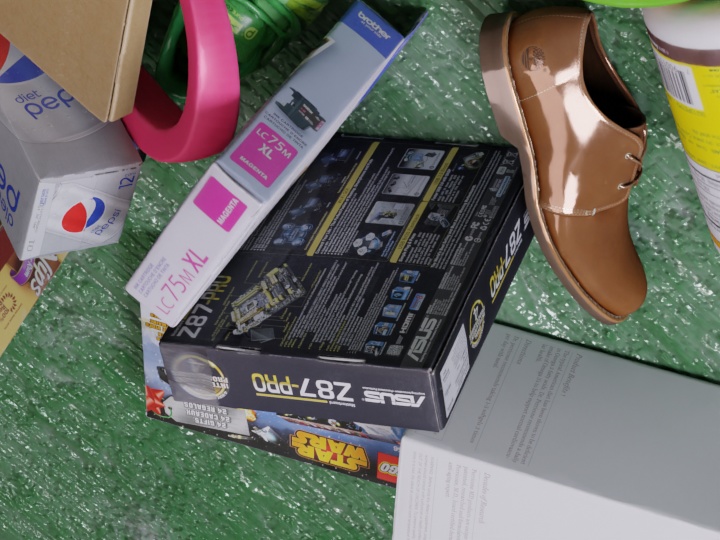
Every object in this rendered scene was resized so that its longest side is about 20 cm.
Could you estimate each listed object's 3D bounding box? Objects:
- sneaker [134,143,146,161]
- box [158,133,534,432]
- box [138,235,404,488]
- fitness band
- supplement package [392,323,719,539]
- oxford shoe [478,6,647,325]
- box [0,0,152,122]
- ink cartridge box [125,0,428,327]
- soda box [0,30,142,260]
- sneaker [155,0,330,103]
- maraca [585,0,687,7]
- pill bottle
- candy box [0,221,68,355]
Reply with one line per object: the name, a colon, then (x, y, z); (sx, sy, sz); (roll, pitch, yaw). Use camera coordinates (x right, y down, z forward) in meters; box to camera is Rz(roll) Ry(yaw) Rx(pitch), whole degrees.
sneaker: (-0.223, -0.094, 1.244); (0.198, 0.089, 0.079); (17, 136, 11)
box: (0.000, 0.000, 1.143); (0.160, 0.201, 0.049); (6, 130, 20)
box: (-0.045, 0.062, 1.336); (0.198, 0.040, 0.138); (15, 133, 13)
fitness band: (-0.114, -0.145, 1.100); (0.200, 0.037, 0.145); (49, 142, 44)
supplement package: (0.132, 0.128, 1.256); (0.198, 0.117, 0.118); (16, 134, 13)
oxford shoe: (0.128, -0.053, 1.130); (0.071, 0.072, 0.201); (-8, 124, 25)
box: (-0.164, -0.196, 1.054); (0.163, 0.021, 0.201); (41, 140, 21)
ink cartridge box: (-0.043, -0.067, 1.108); (0.042, 0.200, 0.119); (40, 135, 0)
soda box: (-0.193, -0.105, 1.157); (0.201, 0.063, 0.068); (60, 146, 30)
sneaker: (-0.047, -0.153, 1.111); (0.074, 0.084, 0.200); (36, 134, -8)
maraca: (0.106, -0.192, 0.965); (0.198, 0.139, 0.107); (1, 174, -3)
pill bottle: (0.217, -0.071, 1.040); (0.108, 0.110, 0.201); (-4, 128, 28)
candy box: (-0.298, 0.027, 1.371); (0.199, 0.117, 0.057); (-19, 120, 36)
